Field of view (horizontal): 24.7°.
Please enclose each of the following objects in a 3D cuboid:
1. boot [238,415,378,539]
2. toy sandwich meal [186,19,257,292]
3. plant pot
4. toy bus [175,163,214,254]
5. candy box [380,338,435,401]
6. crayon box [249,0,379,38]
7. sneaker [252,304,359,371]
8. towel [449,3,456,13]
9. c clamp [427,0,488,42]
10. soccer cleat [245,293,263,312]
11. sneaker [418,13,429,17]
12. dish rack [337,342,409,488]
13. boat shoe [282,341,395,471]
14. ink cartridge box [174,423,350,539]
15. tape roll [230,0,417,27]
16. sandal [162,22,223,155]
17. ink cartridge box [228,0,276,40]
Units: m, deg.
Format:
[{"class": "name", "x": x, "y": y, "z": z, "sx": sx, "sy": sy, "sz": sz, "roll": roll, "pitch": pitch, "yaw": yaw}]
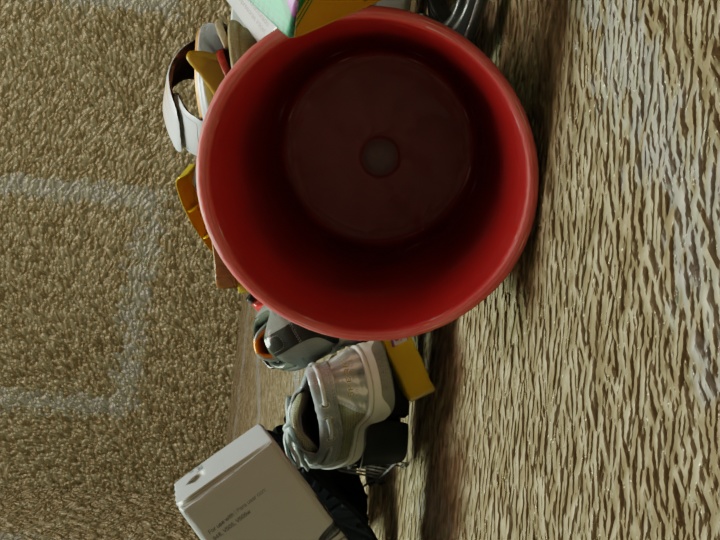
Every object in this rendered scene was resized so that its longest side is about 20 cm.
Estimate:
[{"class": "boot", "x": -0.029, "y": 0.212, "z": 1.439, "sx": 0.198, "sy": 0.073, "sz": 0.162, "roll": 49, "pitch": -173, "yaw": 15}, {"class": "toy sandwich meal", "x": -0.092, "y": -0.086, "z": 1.235, "sx": 0.205, "sy": 0.070, "sz": 0.206, "roll": -12, "pitch": -90, "yaw": -88}, {"class": "plant pot", "x": 0.008, "y": -0.068, "z": 1.030, "sx": 0.177, "sy": 0.199, "sz": 0.202, "roll": -72, "pitch": -11, "yaw": -80}, {"class": "toy bus", "x": -0.041, "y": -0.090, "z": 1.548, "sx": 0.192, "sy": 0.199, "sz": 0.136, "roll": -56, "pitch": -43, "yaw": -33}, {"class": "candy box", "x": 0.000, "y": 0.000, "z": 1.216, "sx": 0.201, "sy": 0.026, "sz": 0.102, "roll": 64, "pitch": 176, "yaw": 0}, {"class": "crayon box", "x": 0.027, "y": -0.222, "z": 0.916, "sx": 0.058, "sy": 0.199, "sz": 0.119, "roll": 45, "pitch": 146, "yaw": 25}, {"class": "sneaker", "x": -0.051, "y": 0.041, "z": 1.273, "sx": 0.074, "sy": 0.079, "sz": 0.200, "roll": 60, "pitch": 172, "yaw": 1}, {"class": "towel", "x": 0.060, "y": -0.077, "z": 1.212, "sx": 0.153, "sy": 0.023, "sz": 0.201, "roll": 120, "pitch": 154, "yaw": -71}, {"class": "c clamp", "x": 0.077, "y": -0.251, "z": 1.129, "sx": 0.171, "sy": 0.027, "sz": 0.201, "roll": -122, "pitch": 44, "yaw": -62}, {"class": "soccer cleat", "x": -0.034, "y": 0.024, "z": 1.441, "sx": 0.069, "sy": 0.085, "sz": 0.200, "roll": -64, "pitch": 17, "yaw": -15}, {"class": "sneaker", "x": 0.007, "y": -0.090, "z": 1.184, "sx": 0.075, "sy": 0.086, "sz": 0.201, "roll": -110, "pitch": 17, "yaw": -56}, {"class": "dish rack", "x": 0.007, "y": 0.103, "z": 1.388, "sx": 0.200, "sy": 0.054, "sz": 0.154, "roll": 118, "pitch": 156, "yaw": -73}, {"class": "boat shoe", "x": -0.028, "y": 0.104, "z": 1.226, "sx": 0.202, "sy": 0.064, "sz": 0.075, "roll": 130, "pitch": 129, "yaw": -67}, {"class": "ink cartridge box", "x": -0.043, "y": 0.215, "z": 1.180, "sx": 0.200, "sy": 0.083, "sz": 0.147, "roll": 54, "pitch": 174, "yaw": -4}, {"class": "tape roll", "x": -0.025, "y": -0.213, "z": 1.374, "sx": 0.203, "sy": 0.138, "sz": 0.204, "roll": 6, "pitch": -90, "yaw": -87}, {"class": "sandal", "x": -0.135, "y": -0.126, "z": 1.373, "sx": 0.207, "sy": 0.059, "sz": 0.080, "roll": 83, "pitch": -169, "yaw": -62}, {"class": "ink cartridge box", "x": -0.031, "y": -0.276, "z": 1.163, "sx": 0.147, "sy": 0.083, "sz": 0.200, "roll": 54, "pitch": 131, "yaw": 30}]
